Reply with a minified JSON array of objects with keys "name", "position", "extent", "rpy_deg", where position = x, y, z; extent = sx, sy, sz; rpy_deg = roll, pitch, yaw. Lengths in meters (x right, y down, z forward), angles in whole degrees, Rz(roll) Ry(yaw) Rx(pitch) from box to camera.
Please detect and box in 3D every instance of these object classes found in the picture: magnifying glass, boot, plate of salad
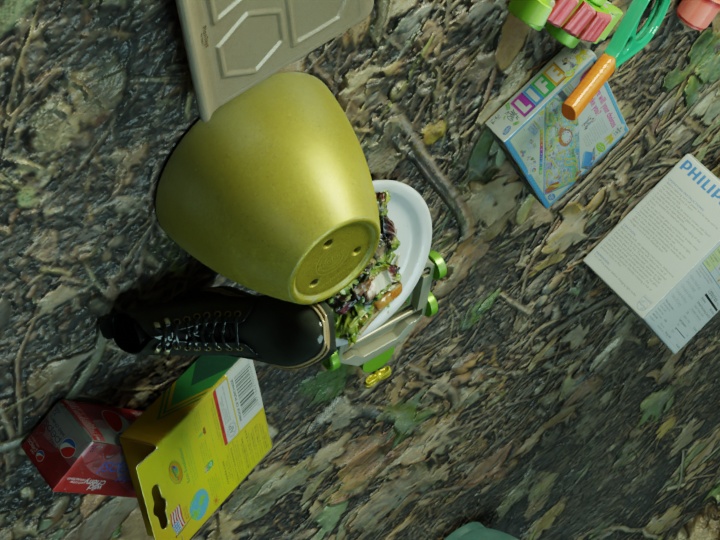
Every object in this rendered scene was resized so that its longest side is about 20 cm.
[{"name":"magnifying glass","position":[0.272,-0.235,1.707],"extent":[0.200,0.022,0.080],"rpy_deg":[-53,158,-23]},{"name":"boot","position":[-0.131,0.060,1.488],"extent":[0.138,0.199,0.078],"rpy_deg":[-8,95,-43]},{"name":"plate of salad","position":[0.000,0.000,1.675],"extent":[0.199,0.048,0.201],"rpy_deg":[-23,133,-26]}]

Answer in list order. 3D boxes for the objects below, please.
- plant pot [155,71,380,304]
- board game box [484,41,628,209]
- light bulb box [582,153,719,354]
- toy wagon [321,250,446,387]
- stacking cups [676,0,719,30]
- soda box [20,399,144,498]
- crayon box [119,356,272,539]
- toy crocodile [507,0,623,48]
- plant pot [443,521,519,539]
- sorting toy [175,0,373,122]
[{"name":"plant pot","position":[-0.062,-0.054,1.450],"extent":[0.199,0.142,0.201],"rpy_deg":[-32,151,-20]},{"name":"board game box","position":[0.221,-0.159,1.789],"extent":[0.134,0.034,0.200],"rpy_deg":[-43,152,1]},{"name":"light bulb box","position":[0.430,-0.019,2.164],"extent":[0.200,0.125,0.198],"rpy_deg":[-45,152,4]},{"name":"toy wagon","position":[0.019,0.058,1.828],"extent":[0.154,0.040,0.201],"rpy_deg":[-28,150,-26]},{"name":"stacking cups","position":[0.409,-0.353,1.748],"extent":[0.060,0.061,0.200],"rpy_deg":[-9,143,-47]},{"name":"soda box","position":[-0.245,0.183,1.632],"extent":[0.070,0.063,0.200],"rpy_deg":[-49,151,12]},{"name":"crayon box","position":[-0.171,0.181,1.622],"extent":[0.200,0.050,0.128],"rpy_deg":[-46,135,-46]},{"name":"toy crocodile","position":[0.207,-0.258,1.600],"extent":[0.068,0.062,0.199],"rpy_deg":[-52,152,18]},{"name":"plant pot","position":[0.184,0.483,2.544],"extent":[0.199,0.134,0.201],"rpy_deg":[-31,150,-20]},{"name":"sorting toy","position":[-0.069,-0.234,1.310],"extent":[0.200,0.036,0.186],"rpy_deg":[-38,153,-19]}]
